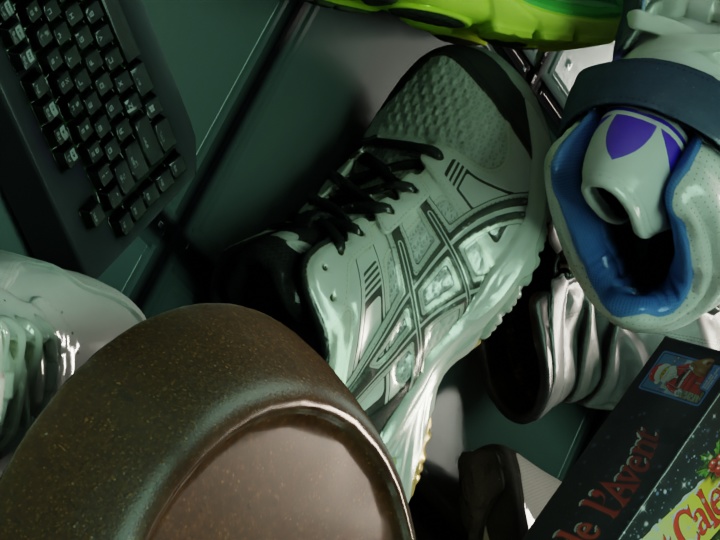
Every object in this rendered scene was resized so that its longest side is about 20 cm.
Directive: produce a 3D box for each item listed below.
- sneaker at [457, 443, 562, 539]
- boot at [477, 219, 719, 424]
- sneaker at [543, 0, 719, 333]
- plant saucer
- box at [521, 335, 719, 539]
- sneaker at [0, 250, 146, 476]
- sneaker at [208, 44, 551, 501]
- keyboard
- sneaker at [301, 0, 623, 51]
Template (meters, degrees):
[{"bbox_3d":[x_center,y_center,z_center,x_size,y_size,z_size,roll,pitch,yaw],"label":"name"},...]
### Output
[{"bbox_3d":[0.102,0.119,0.894,0.200,0.079,0.074,42,28,-39],"label":"sneaker"},{"bbox_3d":[0.098,0.045,0.924,0.132,0.070,0.200,-13,92,-47],"label":"boot"},{"bbox_3d":[0.114,-0.076,0.783,0.146,0.081,0.200,-48,147,-56],"label":"sneaker"},{"bbox_3d":[-0.037,0.110,0.655,0.200,0.034,0.200,-15,108,-56],"label":"plant saucer"},{"bbox_3d":[0.091,0.142,0.788,0.200,0.038,0.137,-53,128,-17],"label":"box"},{"bbox_3d":[-0.115,0.034,0.620,0.200,0.099,0.078,-5,96,-51],"label":"sneaker"},{"bbox_3d":[0.000,0.000,0.780,0.088,0.076,0.200,44,60,-44],"label":"sneaker"},{"bbox_3d":[-0.112,-0.082,0.677,0.127,0.021,0.200,-47,127,-38],"label":"keyboard"},{"bbox_3d":[0.036,-0.122,0.813,0.200,0.074,0.084,10,90,-51],"label":"sneaker"}]
